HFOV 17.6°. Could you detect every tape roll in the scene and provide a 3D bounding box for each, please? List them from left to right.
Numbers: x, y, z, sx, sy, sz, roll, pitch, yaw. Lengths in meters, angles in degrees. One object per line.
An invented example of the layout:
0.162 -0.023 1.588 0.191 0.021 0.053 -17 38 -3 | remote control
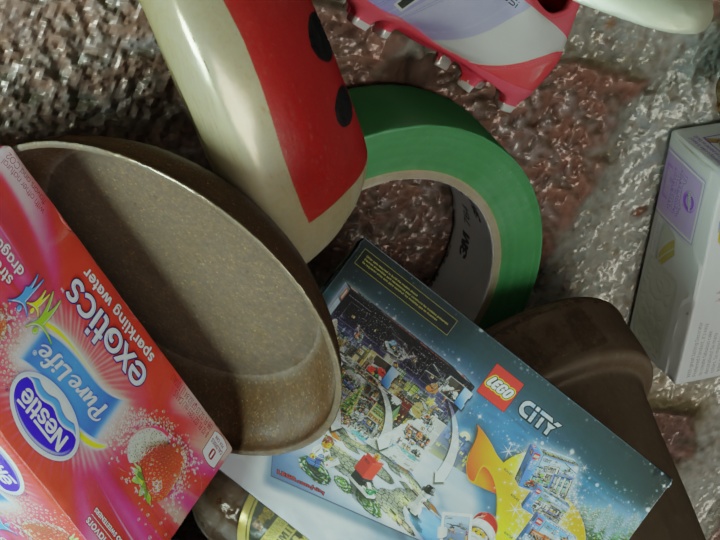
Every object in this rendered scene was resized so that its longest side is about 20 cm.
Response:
0.000 0.000 1.237 0.199 0.048 0.201 -16 128 -21 | tape roll

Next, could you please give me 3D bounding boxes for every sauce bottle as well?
-0.041 0.135 1.222 0.065 0.200 0.065 -53 177 -4 | sauce bottle

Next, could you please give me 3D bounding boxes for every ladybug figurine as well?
-0.050 -0.093 1.075 0.072 0.136 0.201 -24 125 -3 | ladybug figurine

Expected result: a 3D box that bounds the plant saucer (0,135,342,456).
-0.089 0.005 1.082 0.037 0.199 0.201 -55 143 -34 | plant saucer

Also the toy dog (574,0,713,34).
0.118 -0.244 1.096 0.193 0.140 0.201 18 119 1 | toy dog

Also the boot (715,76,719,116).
0.260 -0.164 1.278 0.200 0.074 0.076 -43 115 -3 | boot

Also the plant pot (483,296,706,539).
0.109 0.141 1.277 0.199 0.175 0.201 -29 154 -15 | plant pot

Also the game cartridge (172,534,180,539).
-0.159 0.177 1.275 0.133 0.041 0.200 -32 133 -3 | game cartridge

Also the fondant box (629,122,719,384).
0.266 -0.021 1.379 0.199 0.058 0.145 -10 126 -27 | fondant box

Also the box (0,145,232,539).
-0.162 0.050 1.077 0.200 0.095 0.100 57 50 -29 | box

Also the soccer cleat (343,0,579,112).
0.033 -0.145 1.145 0.200 0.067 0.077 27 100 -44 | soccer cleat

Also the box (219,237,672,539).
0.038 0.099 1.173 0.200 0.038 0.137 38 84 -3 | box
